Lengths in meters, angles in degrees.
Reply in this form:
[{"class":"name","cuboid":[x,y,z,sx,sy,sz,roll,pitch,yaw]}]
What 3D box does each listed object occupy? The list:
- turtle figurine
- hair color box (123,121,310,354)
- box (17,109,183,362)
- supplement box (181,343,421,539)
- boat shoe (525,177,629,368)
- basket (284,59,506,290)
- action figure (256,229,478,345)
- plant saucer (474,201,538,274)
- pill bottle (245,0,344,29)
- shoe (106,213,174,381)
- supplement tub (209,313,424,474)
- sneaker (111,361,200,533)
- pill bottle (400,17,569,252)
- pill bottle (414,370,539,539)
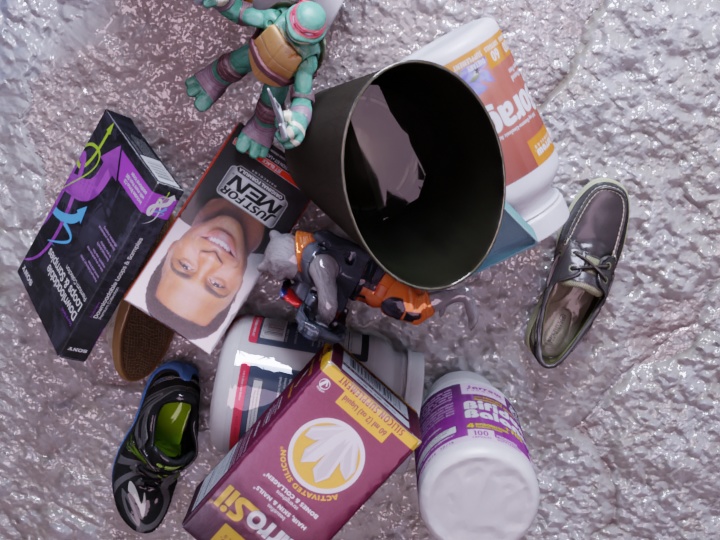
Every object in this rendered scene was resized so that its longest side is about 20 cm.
[{"class":"turtle figurine","cuboid":[-0.078,-0.174,0.794,0.100,0.200,0.151,-29,88,-29]},{"class":"hair color box","cuboid":[-0.132,-0.031,0.915,0.101,0.061,0.201,32,88,-9]},{"class":"box","cuboid":[-0.256,-0.035,0.908,0.036,0.143,0.201,16,113,-45]},{"class":"supplement box","cuboid":[-0.051,0.176,0.841,0.110,0.086,0.200,41,98,-6]},{"class":"boat shoe","cuboid":[0.224,0.008,0.946,0.072,0.065,0.202,15,106,-2]},{"class":"basket","cuboid":[0.015,-0.095,0.806,0.135,0.200,0.182,-24,112,-15]},{"class":"action figure","cuboid":[0.000,0.000,0.882,0.191,0.200,0.106,13,105,-10]},{"class":"plant saucer","cuboid":[0.082,-0.020,0.905,0.070,0.019,0.199,42,143,-15]},{"class":"pill bottle","cuboid":[-0.097,-0.296,0.833,0.199,0.111,0.112,32,105,-9]},{"class":"shoe","cuboid":[-0.227,0.017,0.969,0.069,0.053,0.202,-7,117,-41]},{"class":"supplement tub","cuboid":[-0.044,0.127,0.949,0.198,0.141,0.142,10,107,-2]},{"class":"sneaker","cuboid":[-0.216,0.196,1.000,0.070,0.083,0.201,12,109,-23]},{"class":"pill bottle","cuboid":[0.118,-0.122,0.884,0.111,0.112,0.201,-27,105,9]},{"class":"pill bottle","cuboid":[0.108,0.177,0.930,0.111,0.200,0.114,0,108,1]}]
